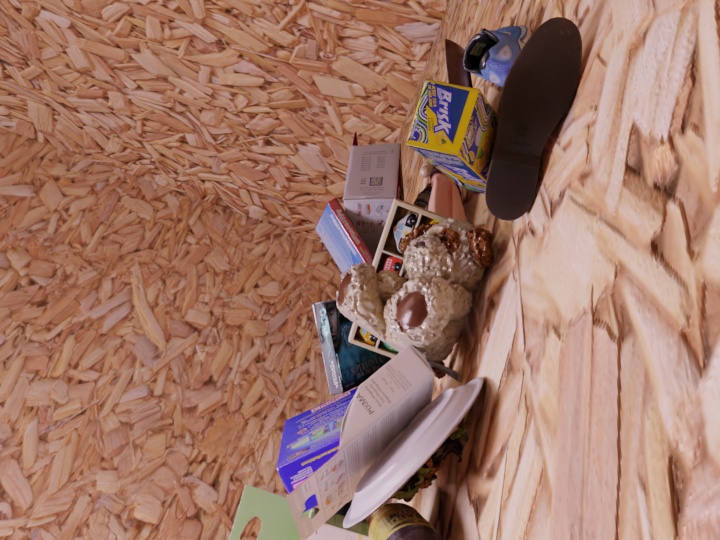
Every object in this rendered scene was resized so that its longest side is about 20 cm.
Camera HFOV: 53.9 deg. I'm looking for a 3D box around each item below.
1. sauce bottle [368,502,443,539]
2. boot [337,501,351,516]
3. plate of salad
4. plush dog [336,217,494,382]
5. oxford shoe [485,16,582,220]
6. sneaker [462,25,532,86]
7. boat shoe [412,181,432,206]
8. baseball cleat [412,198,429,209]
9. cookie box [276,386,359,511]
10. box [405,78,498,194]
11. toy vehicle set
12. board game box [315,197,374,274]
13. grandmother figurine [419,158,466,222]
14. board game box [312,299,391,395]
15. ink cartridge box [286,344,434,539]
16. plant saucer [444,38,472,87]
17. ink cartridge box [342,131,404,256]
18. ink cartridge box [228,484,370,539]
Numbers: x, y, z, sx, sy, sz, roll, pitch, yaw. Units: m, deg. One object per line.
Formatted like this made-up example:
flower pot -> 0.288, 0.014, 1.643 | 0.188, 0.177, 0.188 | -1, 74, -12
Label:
sauce bottle -> 0.049, 0.262, 0.650 | 0.200, 0.064, 0.068 | 141, 148, -79
boot -> -0.049, 0.460, 1.094 | 0.154, 0.072, 0.209 | 152, 136, -81
plate of salad -> 0.058, 0.186, 0.705 | 0.200, 0.048, 0.200 | -45, -5, -5
plush dog -> 0.091, 0.018, 0.844 | 0.174, 0.160, 0.198 | -58, 29, -12
oxford shoe -> 0.172, -0.159, 0.739 | 0.071, 0.069, 0.205 | -67, -5, -73
sneaker -> 0.188, -0.306, 0.980 | 0.201, 0.087, 0.080 | -81, 11, -64
boat shoe -> 0.124, -0.094, 1.186 | 0.073, 0.071, 0.200 | -54, -5, -15
baseball cleat -> 0.081, -0.015, 1.030 | 0.107, 0.068, 0.204 | 57, -153, -46
cookie box -> -0.026, 0.243, 1.016 | 0.200, 0.167, 0.077 | -112, -3, -84
box -> 0.119, -0.139, 0.781 | 0.199, 0.063, 0.072 | 16, -87, -65
toy vehicle set -> 0.071, 0.020, 0.956 | 0.027, 0.121, 0.205 | -90, 18, -78
board game box -> 0.000, 0.000, 1.043 | 0.019, 0.203, 0.103 | -29, -8, -20
grandmother figurine -> 0.125, -0.126, 1.041 | 0.122, 0.059, 0.205 | 52, -146, -53
board game box -> -0.008, 0.110, 1.131 | 0.199, 0.027, 0.139 | -7, -96, -66
ink cartridge box -> -0.004, 0.193, 0.780 | 0.197, 0.057, 0.164 | -31, -32, -18
plant saucer -> 0.155, -0.243, 1.060 | 0.200, 0.031, 0.207 | -7, -90, -77
ink cartridge box -> 0.030, -0.092, 1.125 | 0.179, 0.081, 0.203 | -83, -11, -45
ink cartridge box -> -0.085, 0.393, 0.958 | 0.048, 0.195, 0.149 | -111, 39, -83
